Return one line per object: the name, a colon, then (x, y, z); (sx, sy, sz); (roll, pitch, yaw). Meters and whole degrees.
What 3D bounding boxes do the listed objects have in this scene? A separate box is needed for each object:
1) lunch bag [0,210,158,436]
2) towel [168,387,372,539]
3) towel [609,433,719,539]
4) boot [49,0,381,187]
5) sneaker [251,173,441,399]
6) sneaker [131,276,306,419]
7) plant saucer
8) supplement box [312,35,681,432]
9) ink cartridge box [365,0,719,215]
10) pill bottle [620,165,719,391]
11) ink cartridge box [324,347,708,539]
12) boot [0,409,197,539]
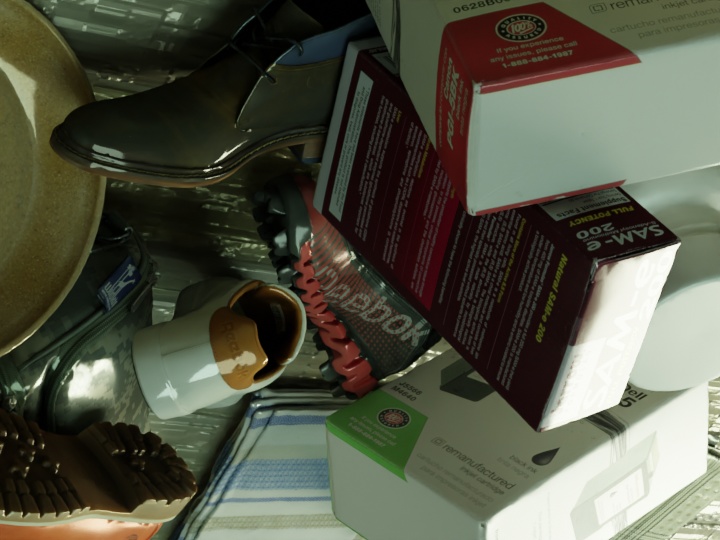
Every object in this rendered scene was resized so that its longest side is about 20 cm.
lunch bag: (-0.198, 0.064, 1.056); (0.168, 0.139, 0.200); (-24, 145, -24)
towel: (-0.045, 0.149, 1.298); (0.147, 0.024, 0.200); (3, 137, -29)
towel: (0.174, 0.177, 1.423); (0.192, 0.035, 0.200); (20, 128, -35)
boot: (-0.066, -0.104, 0.961); (0.200, 0.075, 0.097); (-12, 133, -38)
sneaker: (0.000, 0.000, 1.110); (0.098, 0.071, 0.200); (-23, 142, 3)
sneaker: (-0.063, 0.039, 1.050); (0.085, 0.200, 0.073); (-19, 97, 9)
plant saucer: (-0.218, -0.048, 0.921); (0.200, 0.035, 0.200); (-9, 103, -42)
supplement box: (0.062, -0.025, 0.934); (0.061, 0.200, 0.109); (-15, 136, -34)
ink cartridge box: (0.090, -0.133, 0.899); (0.147, 0.200, 0.083); (-12, 136, -11)
pill bottle: (0.143, -0.039, 0.992); (0.114, 0.200, 0.114); (-12, 140, -11)
ink cartridge box: (0.100, 0.110, 1.160); (0.200, 0.145, 0.084); (-28, 128, -32)
boot: (-0.182, 0.132, 0.961); (0.107, 0.075, 0.200); (-47, 148, 17)
